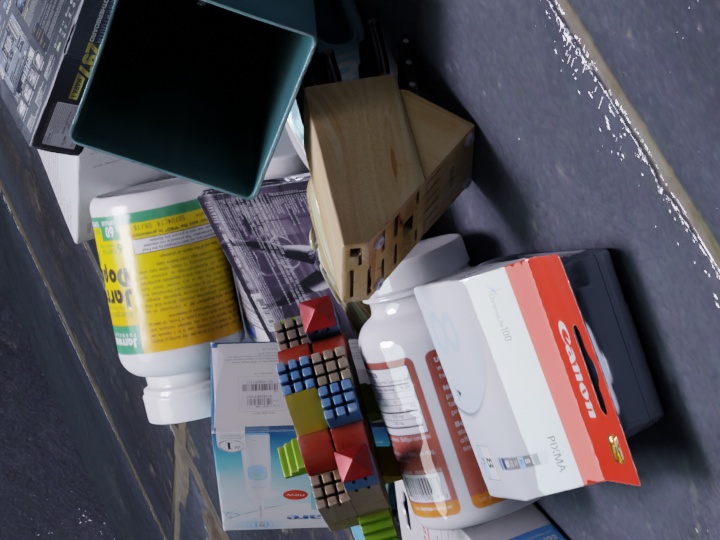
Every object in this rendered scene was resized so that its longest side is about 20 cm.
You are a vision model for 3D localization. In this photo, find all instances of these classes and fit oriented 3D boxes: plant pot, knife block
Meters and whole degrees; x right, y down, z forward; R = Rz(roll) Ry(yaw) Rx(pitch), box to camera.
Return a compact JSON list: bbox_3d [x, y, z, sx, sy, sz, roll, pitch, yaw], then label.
[{"bbox_3d":[-0.114,-0.179,1.632,0.200,0.141,0.142,-86,17,-57],"label":"plant pot"},{"bbox_3d":[-0.015,-0.091,1.598,0.175,0.200,0.064,27,145,21],"label":"knife block"}]

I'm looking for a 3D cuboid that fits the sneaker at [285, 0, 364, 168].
[{"bbox_3d":[-0.026,-0.152,1.718,0.082,0.074,0.201,-157,48,-74],"label":"sneaker"}]

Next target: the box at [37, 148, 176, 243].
[{"bbox_3d":[-0.182,-0.148,1.984,0.200,0.198,0.131,104,145,-61],"label":"box"}]

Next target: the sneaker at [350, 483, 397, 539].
[{"bbox_3d":[0.004,0.217,2.049,0.200,0.079,0.131,-132,28,-52],"label":"sneaker"}]

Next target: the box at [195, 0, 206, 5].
[{"bbox_3d":[-0.144,-0.262,1.820,0.200,0.036,0.143,38,125,21],"label":"box"}]

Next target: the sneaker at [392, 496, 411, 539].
[{"bbox_3d":[0.093,0.278,1.883,0.086,0.077,0.200,70,175,-47],"label":"sneaker"}]

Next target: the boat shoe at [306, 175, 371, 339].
[{"bbox_3d":[0.002,-0.001,1.703,0.063,0.073,0.201,12,140,48],"label":"boat shoe"}]

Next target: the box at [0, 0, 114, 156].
[{"bbox_3d":[-0.236,-0.217,1.793,0.158,0.051,0.201,52,125,49],"label":"box"}]

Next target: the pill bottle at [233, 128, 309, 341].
[{"bbox_3d":[-0.057,-0.037,1.880,0.114,0.113,0.201,49,154,49],"label":"pill bottle"}]

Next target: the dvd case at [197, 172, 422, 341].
[{"bbox_3d":[-0.027,-0.010,1.780,0.199,0.016,0.149,-7,118,42],"label":"dvd case"}]

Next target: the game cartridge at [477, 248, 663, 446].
[{"bbox_3d":[0.140,0.053,1.511,0.200,0.040,0.134,178,76,-73],"label":"game cartridge"}]

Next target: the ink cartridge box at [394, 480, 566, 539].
[{"bbox_3d":[0.100,0.223,1.773,0.200,0.068,0.116,47,150,52],"label":"ink cartridge box"}]

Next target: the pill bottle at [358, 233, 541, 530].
[{"bbox_3d":[0.065,0.080,1.644,0.112,0.112,0.201,5,114,71],"label":"pill bottle"}]

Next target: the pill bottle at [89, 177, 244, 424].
[{"bbox_3d":[-0.162,0.025,1.923,0.113,0.112,0.201,-170,68,-71],"label":"pill bottle"}]

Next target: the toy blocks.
[{"bbox_3d":[-0.024,0.103,1.667,0.137,0.100,0.201,71,-176,-69],"label":"toy blocks"}]

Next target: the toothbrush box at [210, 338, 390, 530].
[{"bbox_3d":[-0.049,0.139,1.853,0.200,0.146,0.086,93,176,-61],"label":"toothbrush box"}]

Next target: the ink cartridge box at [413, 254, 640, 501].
[{"bbox_3d":[0.109,0.075,1.491,0.200,0.047,0.161,169,81,-75],"label":"ink cartridge box"}]
